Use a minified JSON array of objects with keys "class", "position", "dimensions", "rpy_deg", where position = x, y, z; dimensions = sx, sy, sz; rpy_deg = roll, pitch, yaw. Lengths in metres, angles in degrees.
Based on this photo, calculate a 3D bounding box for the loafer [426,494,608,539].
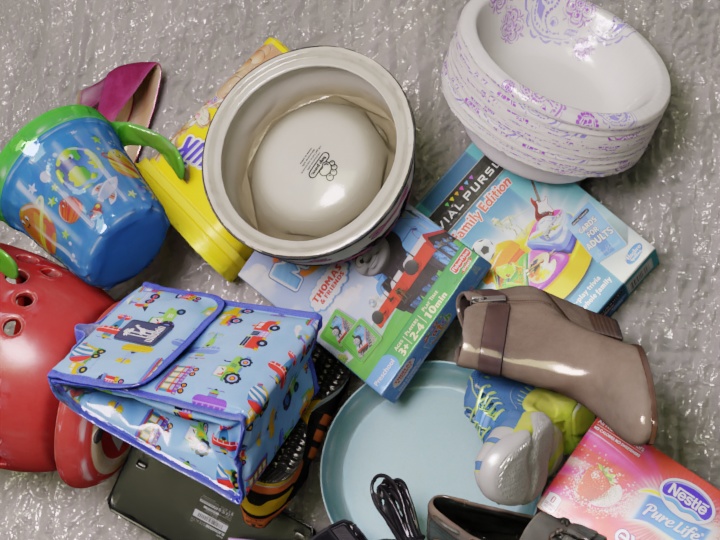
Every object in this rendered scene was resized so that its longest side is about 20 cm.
[{"class":"loafer","position":[0.128,0.218,1.092],"dimensions":[0.198,0.072,0.064],"rpy_deg":[-2,107,43]}]

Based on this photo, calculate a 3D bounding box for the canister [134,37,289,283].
[{"class":"canister","position":[-0.108,-0.111,1.349],"dimensions":[0.200,0.087,0.148],"rpy_deg":[-46,66,-2]}]

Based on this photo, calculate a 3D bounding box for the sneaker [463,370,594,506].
[{"class":"sneaker","position":[0.116,0.133,1.141],"dimensions":[0.104,0.199,0.077],"rpy_deg":[19,105,26]}]

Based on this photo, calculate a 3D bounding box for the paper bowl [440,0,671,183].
[{"class":"paper bowl","position":[0.169,-0.157,1.238],"dimensions":[0.198,0.105,0.202],"rpy_deg":[12,41,-11]}]

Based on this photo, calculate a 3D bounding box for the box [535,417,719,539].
[{"class":"box","position":[0.251,0.219,1.126],"dimensions":[0.199,0.096,0.100],"rpy_deg":[34,77,23]}]

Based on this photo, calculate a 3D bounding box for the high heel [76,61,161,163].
[{"class":"high heel","position":[-0.238,-0.119,1.402],"dimensions":[0.095,0.067,0.202],"rpy_deg":[-20,55,21]}]

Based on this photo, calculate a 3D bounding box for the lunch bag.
[{"class":"lunch bag","position":[-0.152,0.084,1.158],"dimensions":[0.198,0.095,0.151],"rpy_deg":[17,38,16]}]

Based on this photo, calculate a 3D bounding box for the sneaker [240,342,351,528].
[{"class":"sneaker","position":[-0.065,0.143,1.244],"dimensions":[0.069,0.091,0.201],"rpy_deg":[20,39,7]}]

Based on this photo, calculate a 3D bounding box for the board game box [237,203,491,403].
[{"class":"board game box","position":[0.000,0.000,1.262],"dimensions":[0.199,0.037,0.152],"rpy_deg":[37,93,31]}]

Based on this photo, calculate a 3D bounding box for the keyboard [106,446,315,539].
[{"class":"keyboard","position":[-0.129,0.217,1.278],"dimensions":[0.198,0.040,0.105],"rpy_deg":[27,92,9]}]

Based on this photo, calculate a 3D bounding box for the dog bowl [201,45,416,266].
[{"class":"dog bowl","position":[-0.039,-0.095,1.238],"dimensions":[0.197,0.074,0.203],"rpy_deg":[-5,70,14]}]

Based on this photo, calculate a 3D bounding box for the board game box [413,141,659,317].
[{"class":"board game box","position":[0.147,-0.019,1.262],"dimensions":[0.200,0.047,0.151],"rpy_deg":[42,88,23]}]

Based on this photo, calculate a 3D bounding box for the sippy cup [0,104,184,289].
[{"class":"sippy cup","position":[-0.247,-0.059,1.256],"dimensions":[0.130,0.139,0.178],"rpy_deg":[43,96,24]}]

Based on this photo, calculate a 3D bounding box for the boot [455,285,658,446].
[{"class":"boot","position":[0.150,0.074,1.122],"dimensions":[0.144,0.200,0.071],"rpy_deg":[8,112,-7]}]

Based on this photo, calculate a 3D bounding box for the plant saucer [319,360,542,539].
[{"class":"plant saucer","position":[0.063,0.179,1.221],"dimensions":[0.197,0.027,0.203],"rpy_deg":[-3,65,7]}]

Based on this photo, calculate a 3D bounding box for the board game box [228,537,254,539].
[{"class":"board game box","position":[-0.026,0.305,1.212],"dimensions":[0.197,0.032,0.122],"rpy_deg":[4,79,9]}]

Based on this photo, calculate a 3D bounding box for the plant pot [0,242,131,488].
[{"class":"plant pot","position":[-0.292,0.092,1.286],"dimensions":[0.180,0.201,0.203],"rpy_deg":[15,78,12]}]

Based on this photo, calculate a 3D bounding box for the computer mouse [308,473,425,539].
[{"class":"computer mouse","position":[-0.010,0.279,1.159],"dimensions":[0.199,0.046,0.141],"rpy_deg":[-38,61,15]}]
